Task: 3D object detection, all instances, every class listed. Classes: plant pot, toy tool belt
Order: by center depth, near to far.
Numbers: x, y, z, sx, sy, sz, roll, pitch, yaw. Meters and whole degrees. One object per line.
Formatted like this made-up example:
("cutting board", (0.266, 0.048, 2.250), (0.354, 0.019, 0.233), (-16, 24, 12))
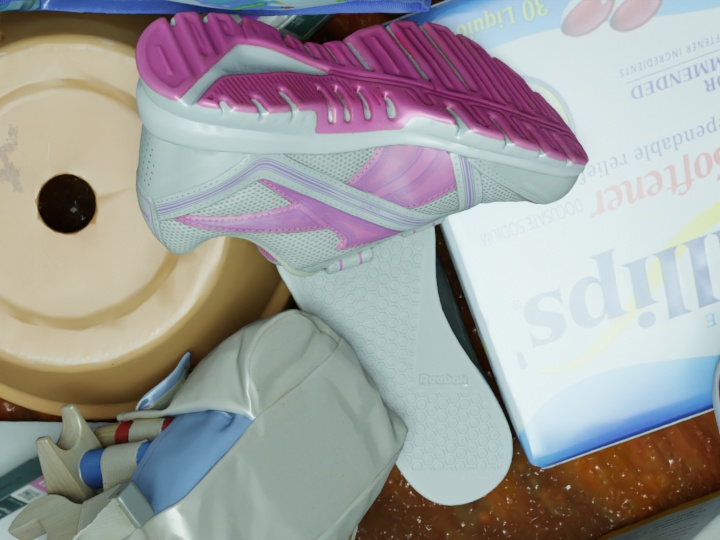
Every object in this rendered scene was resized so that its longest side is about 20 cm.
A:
("toy tool belt", (-0.078, 0.106, 1.096), (0.125, 0.123, 0.200), (56, 48, -17))
("plant pot", (-0.117, -0.029, 1.168), (0.200, 0.140, 0.200), (0, 94, 0))

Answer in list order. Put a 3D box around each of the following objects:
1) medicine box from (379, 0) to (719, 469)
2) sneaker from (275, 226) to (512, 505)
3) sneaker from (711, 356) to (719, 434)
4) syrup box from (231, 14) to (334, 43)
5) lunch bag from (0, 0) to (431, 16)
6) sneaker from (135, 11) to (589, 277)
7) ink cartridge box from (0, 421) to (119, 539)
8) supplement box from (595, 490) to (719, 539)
("medicine box", (0.123, -0.041, 1.183), (0.182, 0.103, 0.200), (-20, 92, 2))
("sneaker", (0.000, 0.000, 1.179), (0.071, 0.099, 0.200), (-26, 110, -6))
("sneaker", (0.190, 0.111, 1.065), (0.071, 0.112, 0.200), (-22, 81, 1))
("syrup box", (-0.082, -0.187, 1.178), (0.081, 0.079, 0.200), (-44, 86, 6))
("lunch bag", (-0.076, -0.185, 1.065), (0.200, 0.127, 0.170), (4, 91, 41))
("sneaker", (-0.006, -0.045, 1.081), (0.200, 0.081, 0.088), (5, 126, -26))
("ink cartridge box", (-0.117, 0.135, 1.160), (0.200, 0.174, 0.044), (1, 127, 4))
("supplement box", (0.093, 0.178, 1.136), (0.200, 0.126, 0.074), (-35, 93, -35))
